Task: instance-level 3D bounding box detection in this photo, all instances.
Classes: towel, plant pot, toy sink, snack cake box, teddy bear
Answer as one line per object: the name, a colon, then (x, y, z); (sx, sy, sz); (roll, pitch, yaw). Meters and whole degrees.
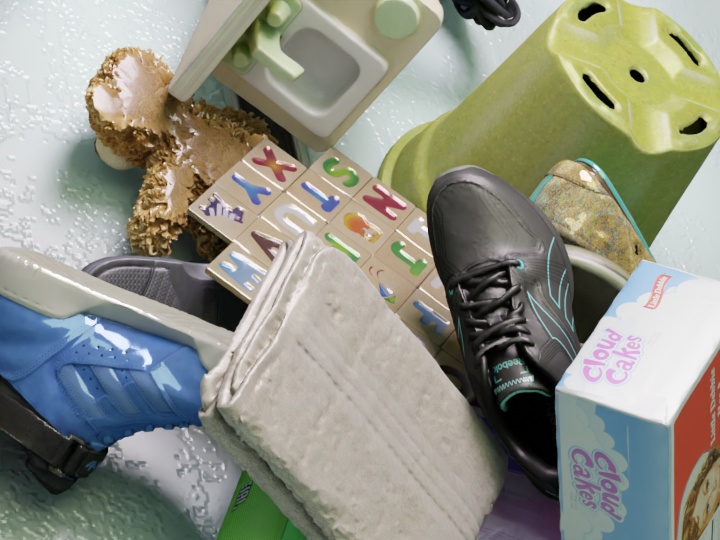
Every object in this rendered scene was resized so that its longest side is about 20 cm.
towel: (0.000, 0.089, 1.058); (0.200, 0.034, 0.133); (51, 47, -26)
plant pot: (0.138, -0.076, 1.318); (0.199, 0.185, 0.202); (17, 47, -19)
toy sink: (-0.022, -0.166, 1.259); (0.112, 0.130, 0.201); (36, 31, -13)
snack cake box: (0.160, 0.112, 1.094); (0.067, 0.201, 0.115); (17, 44, 27)
teddy bear: (-0.093, -0.051, 1.248); (0.199, 0.067, 0.146); (27, 54, -20)

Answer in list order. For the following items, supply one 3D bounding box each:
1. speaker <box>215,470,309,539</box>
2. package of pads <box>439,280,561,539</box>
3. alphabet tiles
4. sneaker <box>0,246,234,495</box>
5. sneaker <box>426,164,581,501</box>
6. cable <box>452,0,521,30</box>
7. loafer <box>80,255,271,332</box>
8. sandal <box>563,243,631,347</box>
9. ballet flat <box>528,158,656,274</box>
speaker: (-0.036, 0.145, 1.094); (0.088, 0.089, 0.201); (29, 45, -9)
package of pads: (0.075, 0.100, 1.213); (0.120, 0.076, 0.201); (23, 46, -15)
alphabet tiles: (0.000, 0.000, 1.190); (0.199, 0.006, 0.166); (36, 38, 6)
sneaker: (-0.123, 0.075, 1.085); (0.198, 0.112, 0.077); (22, 4, -5)
sneaker: (0.089, 0.033, 1.125); (0.201, 0.075, 0.079); (66, 15, 6)
cable: (0.050, -0.243, 1.434); (0.051, 0.163, 0.201); (-30, 71, -8)
loafer: (-0.083, 0.028, 1.184); (0.198, 0.063, 0.073); (12, 84, -28)
sandal: (0.153, 0.065, 1.178); (0.201, 0.080, 0.057); (49, 47, 1)
ballet flat: (0.166, 0.023, 1.229); (0.200, 0.070, 0.071); (51, 42, -15)
